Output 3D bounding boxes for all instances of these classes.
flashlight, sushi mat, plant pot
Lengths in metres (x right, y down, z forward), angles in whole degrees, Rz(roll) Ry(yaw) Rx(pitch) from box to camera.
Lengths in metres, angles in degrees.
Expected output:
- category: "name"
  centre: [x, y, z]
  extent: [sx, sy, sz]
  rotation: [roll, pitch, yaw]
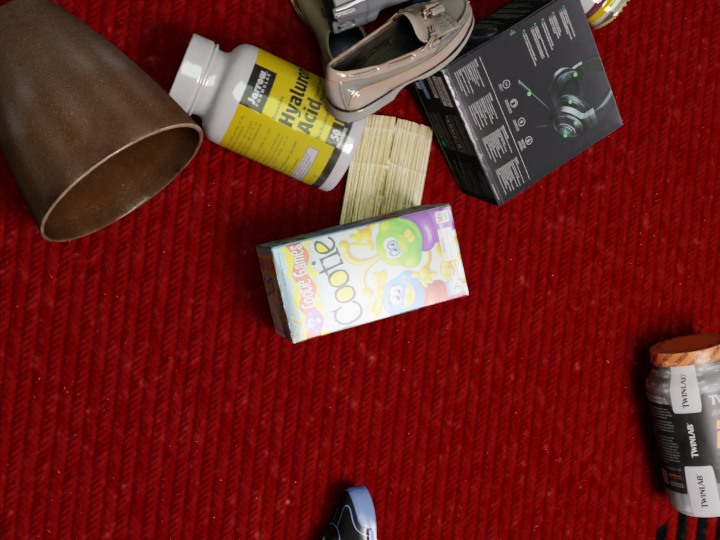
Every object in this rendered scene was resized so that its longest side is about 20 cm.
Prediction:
- category: "flashlight"
  centre: [0.051, -0.319, 1.015]
  extent: [0.199, 0.068, 0.068]
  rotation: [-20, 63, -12]
- category: "sushi mat"
  centre: [0.025, -0.077, 1.114]
  extent: [0.095, 0.012, 0.202]
  rotation: [10, 89, -16]
- category: "plant pot"
  centre: [-0.289, -0.164, 0.957]
  extent: [0.186, 0.187, 0.201]
  rotation: [-35, 84, -11]

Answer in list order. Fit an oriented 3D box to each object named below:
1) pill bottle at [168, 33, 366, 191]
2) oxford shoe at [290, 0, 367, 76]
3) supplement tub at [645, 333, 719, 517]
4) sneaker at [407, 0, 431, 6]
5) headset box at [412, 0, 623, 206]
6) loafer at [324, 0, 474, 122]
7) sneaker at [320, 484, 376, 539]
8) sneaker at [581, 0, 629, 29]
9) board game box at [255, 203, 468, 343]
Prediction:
- category: "pill bottle"
  centre: [-0.101, -0.172, 1.027]
  extent: [0.199, 0.111, 0.112]
  rotation: [22, 86, -14]
- category: "oxford shoe"
  centre: [-0.028, -0.286, 1.062]
  extent: [0.070, 0.074, 0.201]
  rotation: [-26, 97, -10]
- category: "supplement tub"
  centre: [0.418, 0.185, 1.171]
  extent: [0.122, 0.122, 0.202]
  rotation: [-14, 95, -14]
- category: "sneaker"
  centre: [0.059, -0.348, 1.088]
  extent: [0.082, 0.074, 0.202]
  rotation: [-1, 84, -14]
- category: "headset box"
  centre: [0.182, -0.203, 1.092]
  extent: [0.199, 0.093, 0.175]
  rotation: [-33, 115, -11]
- category: "loafer"
  centre: [0.043, -0.231, 0.986]
  extent: [0.200, 0.063, 0.072]
  rotation: [-42, 57, -19]
- category: "sneaker"
  centre: [-0.032, 0.341, 1.081]
  extent: [0.077, 0.070, 0.202]
  rotation: [5, 91, -22]
- category: "sneaker"
  centre: [0.305, -0.395, 1.150]
  extent: [0.090, 0.075, 0.201]
  rotation: [31, 83, -19]
- category: "board game box"
  centre: [0.000, 0.000, 1.049]
  extent: [0.199, 0.105, 0.104]
  rotation: [-14, 96, -14]
